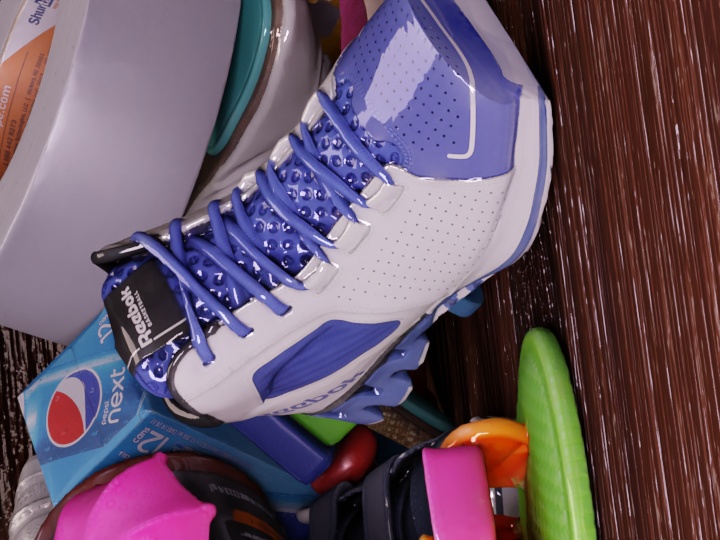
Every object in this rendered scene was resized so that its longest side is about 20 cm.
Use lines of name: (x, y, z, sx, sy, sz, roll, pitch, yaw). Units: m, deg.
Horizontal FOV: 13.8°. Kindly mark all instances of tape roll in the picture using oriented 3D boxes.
tape roll: (-0.118, -0.070, 1.272, 0.201, 0.066, 0.201, -54, 26, 42)

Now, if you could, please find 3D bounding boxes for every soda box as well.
soda box: (-0.047, 0.089, 1.260, 0.200, 0.064, 0.068, 28, -154, -40)

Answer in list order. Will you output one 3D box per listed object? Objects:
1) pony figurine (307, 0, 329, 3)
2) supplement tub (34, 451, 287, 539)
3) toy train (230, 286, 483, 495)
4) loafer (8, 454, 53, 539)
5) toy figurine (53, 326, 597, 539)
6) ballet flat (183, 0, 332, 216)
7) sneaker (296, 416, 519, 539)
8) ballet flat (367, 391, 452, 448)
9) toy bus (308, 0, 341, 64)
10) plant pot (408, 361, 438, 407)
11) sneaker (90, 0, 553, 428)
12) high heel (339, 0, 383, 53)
pony figurine: (-0.037, -0.232, 1.202, 0.201, 0.166, 0.194, 97, 154, -47)
supplement tub: (-0.057, 0.167, 1.124, 0.200, 0.106, 0.107, -116, 18, -50)
toy train: (0.000, 0.000, 1.261, 0.085, 0.116, 0.200, 41, -160, -13)
loafer: (-0.095, 0.143, 1.295, 0.200, 0.070, 0.070, 59, -167, -55)
toy figurine: (-0.019, 0.118, 1.002, 0.201, 0.183, 0.151, 87, 176, -52)
ballet flat: (-0.045, -0.056, 1.272, 0.200, 0.069, 0.070, 122, 149, -47)
sneaker: (0.017, 0.116, 1.173, 0.200, 0.079, 0.079, 109, 158, -64)
ballet flat: (-0.051, 0.039, 1.386, 0.065, 0.200, 0.071, -53, -2, 0)
toy bus: (-0.034, -0.127, 1.367, 0.201, 0.078, 0.065, -62, 3, 0)
plant pot: (-0.054, -0.029, 1.507, 0.201, 0.199, 0.197, -110, 22, -78)
sneaker: (-0.021, -0.004, 0.976, 0.081, 0.115, 0.200, 57, 142, 25)
high heel: (0.024, -0.066, 1.120, 0.096, 0.067, 0.201, 72, -166, -53)
